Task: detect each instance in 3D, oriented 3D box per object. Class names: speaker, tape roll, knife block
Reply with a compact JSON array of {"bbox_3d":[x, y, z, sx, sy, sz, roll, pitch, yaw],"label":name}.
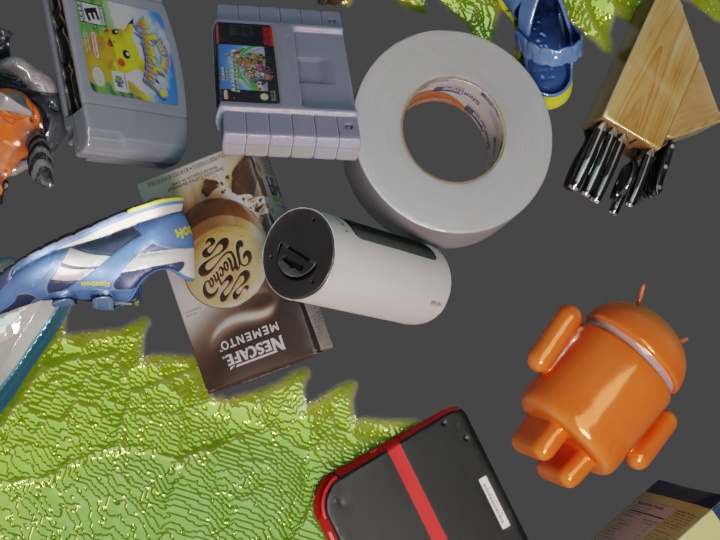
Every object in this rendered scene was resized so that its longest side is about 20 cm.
[{"bbox_3d":[0.000,0.000,1.161,0.080,0.199,0.082,-7,78,34],"label":"speaker"},{"bbox_3d":[0.083,-0.126,1.250,0.197,0.066,0.203,2,77,-11],"label":"tape roll"},{"bbox_3d":[0.263,-0.164,1.299,0.174,0.064,0.202,-18,87,-13],"label":"knife block"}]

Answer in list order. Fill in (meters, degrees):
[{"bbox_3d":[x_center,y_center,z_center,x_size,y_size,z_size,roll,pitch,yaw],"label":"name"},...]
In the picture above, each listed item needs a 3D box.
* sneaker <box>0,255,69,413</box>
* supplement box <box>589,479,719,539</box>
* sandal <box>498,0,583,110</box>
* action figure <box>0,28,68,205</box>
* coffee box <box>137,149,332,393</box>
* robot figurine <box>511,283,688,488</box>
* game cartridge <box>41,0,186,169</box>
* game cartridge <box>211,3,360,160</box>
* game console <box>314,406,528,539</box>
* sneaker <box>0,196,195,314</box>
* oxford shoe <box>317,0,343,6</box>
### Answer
[{"bbox_3d":[-0.344,0.082,1.153,0.080,0.077,0.201,32,71,1],"label":"sneaker"},{"bbox_3d":[0.292,0.340,1.201,0.199,0.134,0.201,-37,97,-13],"label":"supplement box"},{"bbox_3d":[0.177,-0.267,1.284,0.079,0.087,0.202,-17,85,-10],"label":"sandal"},{"bbox_3d":[-0.302,-0.099,1.135,0.103,0.194,0.202,10,113,-4],"label":"action figure"},{"bbox_3d":[-0.113,-0.002,1.183,0.112,0.080,0.202,-20,87,9],"label":"coffee box"},{"bbox_3d":[0.234,0.114,1.235,0.143,0.117,0.200,37,78,24],"label":"robot figurine"},{"bbox_3d":[-0.223,-0.195,1.183,0.133,0.040,0.203,3,70,-54],"label":"game cartridge"},{"bbox_3d":[-0.073,-0.179,1.194,0.128,0.039,0.201,5,44,-14],"label":"game cartridge"},{"bbox_3d":[0.066,0.257,1.233,0.175,0.031,0.202,-27,90,-19],"label":"game console"},{"bbox_3d":[-0.234,0.004,1.115,0.198,0.074,0.083,-22,99,-4],"label":"sneaker"},{"bbox_3d":[0.019,-0.340,1.269,0.084,0.073,0.202,29,79,-8],"label":"oxford shoe"}]
